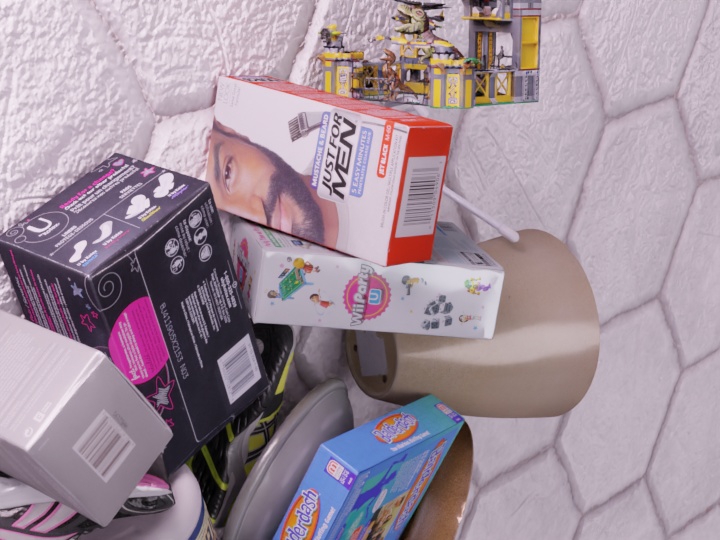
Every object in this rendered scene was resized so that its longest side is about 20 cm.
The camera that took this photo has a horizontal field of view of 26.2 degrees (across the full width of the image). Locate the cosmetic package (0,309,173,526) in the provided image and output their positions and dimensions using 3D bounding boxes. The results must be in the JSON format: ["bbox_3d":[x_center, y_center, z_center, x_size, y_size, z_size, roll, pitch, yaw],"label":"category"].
[{"bbox_3d":[-0.238,0.086,1.054,0.090,0.200,0.107,-53,141,-18],"label":"cosmetic package"}]

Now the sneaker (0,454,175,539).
[{"bbox_3d":[-0.233,0.176,1.133,0.080,0.199,0.087,-89,175,-68],"label":"sneaker"}]

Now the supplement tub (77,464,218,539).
[{"bbox_3d":[-0.176,0.256,1.240,0.145,0.145,0.201,-41,133,-33],"label":"supplement tub"}]

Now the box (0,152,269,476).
[{"bbox_3d":[-0.170,0.033,1.182,0.132,0.114,0.201,-41,134,-34],"label":"box"}]

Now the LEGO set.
[{"bbox_3d":[0.060,-0.202,1.309,0.153,0.200,0.116,-7,103,-35],"label":"LEGO set"}]

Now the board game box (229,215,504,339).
[{"bbox_3d":[0.000,0.000,1.278,0.199,0.148,0.065,5,104,-15],"label":"board game box"}]

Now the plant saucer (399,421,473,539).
[{"bbox_3d":[0.050,0.234,1.506,0.035,0.200,0.201,21,88,-12],"label":"plant saucer"}]

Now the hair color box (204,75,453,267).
[{"bbox_3d":[-0.030,-0.083,1.231,0.064,0.200,0.111,-7,110,-50],"label":"hair color box"}]

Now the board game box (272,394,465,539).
[{"bbox_3d":[0.001,0.199,1.349,0.200,0.045,0.152,-14,135,-60],"label":"board game box"}]

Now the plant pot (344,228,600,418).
[{"bbox_3d":[0.092,0.064,1.479,0.199,0.187,0.188,-8,112,-32],"label":"plant pot"}]

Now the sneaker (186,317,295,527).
[{"bbox_3d":[-0.104,0.129,1.343,0.076,0.075,0.201,6,110,-58],"label":"sneaker"}]

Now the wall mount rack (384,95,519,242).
[{"bbox_3d":[0.047,-0.053,1.411,0.200,0.074,0.174,-48,116,-26],"label":"wall mount rack"}]

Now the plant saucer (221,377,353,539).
[{"bbox_3d":[-0.052,0.194,1.379,0.200,0.050,0.200,-54,163,-24],"label":"plant saucer"}]
